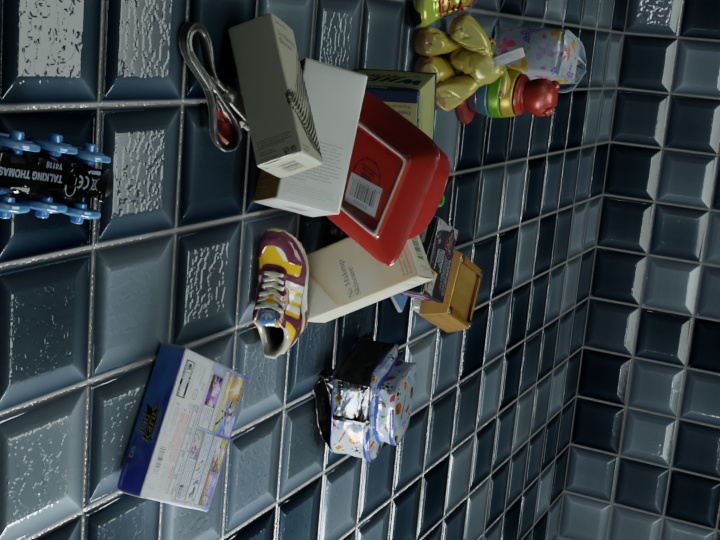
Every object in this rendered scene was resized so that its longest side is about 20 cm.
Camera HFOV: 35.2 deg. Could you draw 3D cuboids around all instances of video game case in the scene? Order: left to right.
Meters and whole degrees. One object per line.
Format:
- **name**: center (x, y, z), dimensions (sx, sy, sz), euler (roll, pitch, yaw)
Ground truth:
- **video game case**: center (-0.238, 0.217, 1.544), dimensions (0.181, 0.045, 0.200), euler (38, 65, -61)

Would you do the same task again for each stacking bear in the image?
- **stacking bear**: center (0.301, -0.357, 2.293), dimensions (0.114, 0.200, 0.122), euler (45, 60, -61)

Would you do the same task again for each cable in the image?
- **cable**: center (-0.196, -0.233, 1.486), dimensions (0.097, 0.050, 0.200), euler (-58, 137, -18)

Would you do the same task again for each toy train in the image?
- **toy train**: center (-0.335, -0.099, 1.125), dimensions (0.200, 0.114, 0.087), euler (1, 102, -65)

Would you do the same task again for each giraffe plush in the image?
- **giraffe plush**: center (0.196, -0.404, 2.132), dimensions (0.162, 0.199, 0.173), euler (-96, -177, -69)

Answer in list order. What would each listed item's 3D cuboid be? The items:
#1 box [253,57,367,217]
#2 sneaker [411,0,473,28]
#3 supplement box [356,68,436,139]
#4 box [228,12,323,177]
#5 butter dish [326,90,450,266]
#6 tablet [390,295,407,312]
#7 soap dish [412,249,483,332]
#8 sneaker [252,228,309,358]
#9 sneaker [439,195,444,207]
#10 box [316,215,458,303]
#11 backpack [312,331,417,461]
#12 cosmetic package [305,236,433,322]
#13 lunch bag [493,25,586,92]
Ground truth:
- **box**: center (-0.072, -0.185, 1.614), dimensions (0.124, 0.097, 0.201), euler (-179, -78, -70)
- **sneaker**: center (0.157, -0.496, 2.060), dimensions (0.200, 0.090, 0.078), euler (-50, 144, -44)
- **supplement box**: center (0.038, -0.208, 1.813), dimensions (0.200, 0.134, 0.201), euler (-57, 150, -68)
- **box**: center (-0.113, -0.231, 1.511), dimensions (0.082, 0.068, 0.200), euler (17, 58, -70)
- **butter dish**: center (0.056, -0.134, 1.656), dimensions (0.148, 0.200, 0.200), euler (-2, 123, -45)
- **tablet**: center (0.069, -0.019, 2.152), dimensions (0.130, 0.014, 0.200), euler (-68, 152, -23)
- **soap dish**: center (0.184, 0.038, 2.344), dimensions (0.200, 0.081, 0.158), euler (33, 70, -65)
- **sneaker**: center (-0.122, 0.036, 1.688), dimensions (0.090, 0.075, 0.200), euler (-56, 146, -51)
- **sneaker**: center (0.112, -0.185, 2.094), dimensions (0.074, 0.083, 0.200), euler (-68, 152, -23)
- **box**: center (0.043, -0.033, 1.865), dimensions (0.115, 0.200, 0.132), euler (25, 77, -67)
- **backpack**: center (0.015, 0.233, 1.989), dimensions (0.200, 0.154, 0.191), euler (-39, 144, -59)
- **cosmetic package**: center (0.000, 0.000, 1.759), dimensions (0.073, 0.200, 0.104), euler (10, 59, -67)
- **lunch bag**: center (0.394, -0.459, 2.489), dimensions (0.200, 0.169, 0.127), euler (0, 98, -66)
